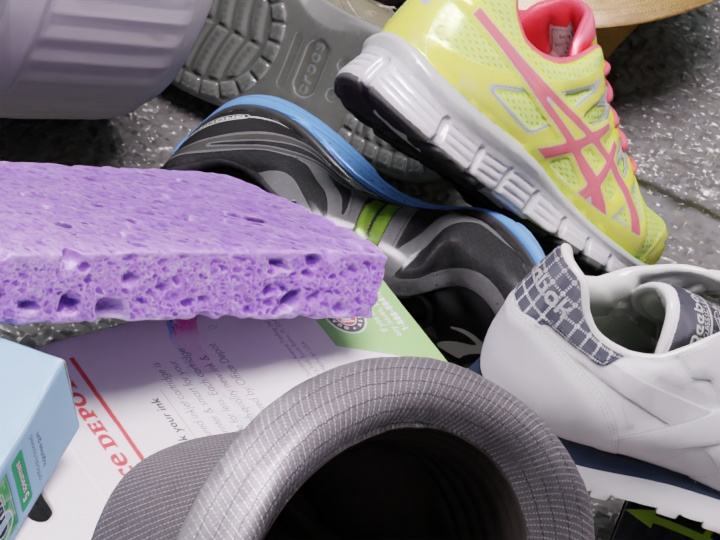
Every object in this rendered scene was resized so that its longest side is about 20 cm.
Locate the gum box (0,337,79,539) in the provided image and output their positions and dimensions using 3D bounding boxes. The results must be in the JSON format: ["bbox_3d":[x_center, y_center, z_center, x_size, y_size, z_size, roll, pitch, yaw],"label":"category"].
[{"bbox_3d":[-0.211,0.089,0.929,0.169,0.045,0.201,19,58,16],"label":"gum box"}]

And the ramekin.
[{"bbox_3d":[-0.122,-0.154,1.195,0.094,0.203,0.203,9,38,-25],"label":"ramekin"}]

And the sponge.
[{"bbox_3d":[-0.099,-0.011,1.019,0.199,0.030,0.111,1,17,-39],"label":"sponge"}]

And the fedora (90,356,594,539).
[{"bbox_3d":[-0.019,0.111,0.922,0.090,0.178,0.199,10,6,39],"label":"fedora"}]

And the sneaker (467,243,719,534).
[{"bbox_3d":[0.135,0.044,1.055,0.199,0.081,0.077,11,30,-29],"label":"sneaker"}]

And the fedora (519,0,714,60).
[{"bbox_3d":[0.083,-0.146,1.332,0.199,0.082,0.201,5,43,-5],"label":"fedora"}]

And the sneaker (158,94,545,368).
[{"bbox_3d":[0.000,0.000,1.149,0.199,0.071,0.083,30,44,27],"label":"sneaker"}]

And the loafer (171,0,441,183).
[{"bbox_3d":[-0.024,-0.094,1.258,0.200,0.075,0.070,34,11,23],"label":"loafer"}]

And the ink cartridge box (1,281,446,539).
[{"bbox_3d":[-0.056,0.077,1.035,0.199,0.068,0.117,-14,49,-31],"label":"ink cartridge box"}]

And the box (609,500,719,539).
[{"bbox_3d":[0.198,0.111,1.103,0.199,0.036,0.143,22,40,5],"label":"box"}]

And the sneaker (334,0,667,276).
[{"bbox_3d":[0.077,-0.060,1.162,0.078,0.091,0.200,28,-5,39],"label":"sneaker"}]
